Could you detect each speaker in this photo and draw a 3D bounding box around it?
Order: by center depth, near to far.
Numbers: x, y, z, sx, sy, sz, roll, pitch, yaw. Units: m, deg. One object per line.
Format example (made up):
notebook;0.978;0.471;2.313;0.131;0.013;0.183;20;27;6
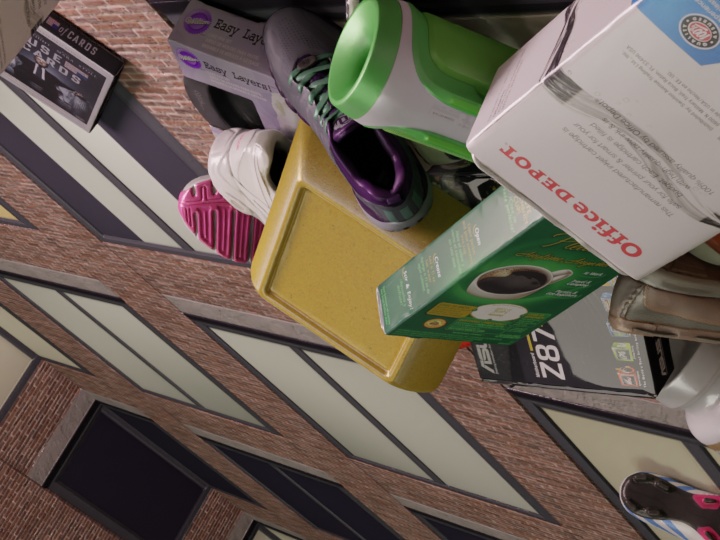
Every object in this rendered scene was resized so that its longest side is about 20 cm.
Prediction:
speaker;0.082;-0.112;0.854;0.198;0.089;0.088;17;166;-22

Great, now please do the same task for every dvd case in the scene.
dvd case;-0.329;-0.220;1.349;0.150;0.025;0.200;34;161;-10

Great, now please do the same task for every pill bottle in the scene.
pill bottle;0.341;0.112;1.057;0.199;0.116;0.116;32;161;-4

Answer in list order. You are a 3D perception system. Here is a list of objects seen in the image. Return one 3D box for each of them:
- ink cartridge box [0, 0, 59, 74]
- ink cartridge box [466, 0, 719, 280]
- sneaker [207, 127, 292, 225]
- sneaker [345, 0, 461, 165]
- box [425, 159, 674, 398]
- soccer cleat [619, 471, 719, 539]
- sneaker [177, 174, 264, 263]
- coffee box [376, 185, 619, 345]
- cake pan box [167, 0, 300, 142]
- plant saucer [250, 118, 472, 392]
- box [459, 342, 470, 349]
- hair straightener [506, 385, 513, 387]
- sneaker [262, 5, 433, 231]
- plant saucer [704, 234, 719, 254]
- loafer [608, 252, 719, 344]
ink cartridge box;-0.301;-0.231;1.017;0.084;0.201;0.145;33;161;-1
ink cartridge box;0.178;-0.100;0.734;0.144;0.085;0.200;36;141;-14
sneaker;-0.041;-0.050;1.129;0.200;0.078;0.099;40;155;-28
sneaker;0.052;-0.154;0.920;0.079;0.078;0.200;-8;146;30
box;0.150;0.001;1.009;0.160;0.049;0.202;4;123;36
soccer cleat;0.400;0.289;1.503;0.199;0.070;0.086;24;176;24
sneaker;-0.084;-0.054;1.231;0.198;0.082;0.088;8;-164;-28
coffee box;0.113;-0.006;0.902;0.122;0.044;0.200;6;152;-29
cake pan box;-0.060;-0.139;1.122;0.199;0.053;0.185;23;157;20
plant saucer;0.000;0.000;1.047;0.199;0.048;0.201;33;135;10
box;0.087;0.006;1.191;0.099;0.096;0.200;34;160;-14
hair straightener;0.163;0.086;1.364;0.076;0.041;0.200;22;159;22
sneaker;-0.012;-0.125;0.954;0.201;0.074;0.088;55;-177;13
plant saucer;0.301;-0.044;0.850;0.199;0.038;0.200;27;161;10
loafer;0.274;0.032;0.949;0.198;0.063;0.072;14;-157;-15
